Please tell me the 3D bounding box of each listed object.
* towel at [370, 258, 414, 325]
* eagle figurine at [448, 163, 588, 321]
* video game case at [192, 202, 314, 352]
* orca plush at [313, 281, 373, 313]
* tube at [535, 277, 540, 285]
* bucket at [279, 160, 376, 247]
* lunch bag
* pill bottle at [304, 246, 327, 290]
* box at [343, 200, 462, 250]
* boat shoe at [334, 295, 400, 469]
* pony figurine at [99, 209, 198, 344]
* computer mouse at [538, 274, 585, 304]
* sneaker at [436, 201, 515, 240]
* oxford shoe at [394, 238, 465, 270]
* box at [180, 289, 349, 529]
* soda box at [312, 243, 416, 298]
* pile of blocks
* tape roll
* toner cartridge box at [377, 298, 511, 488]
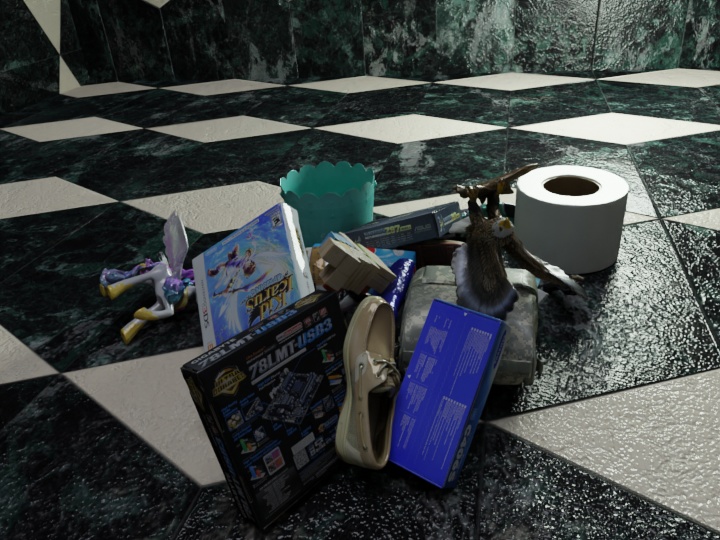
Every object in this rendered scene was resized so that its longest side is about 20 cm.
[{"bbox_3d":[0.025,0.083,0.877,0.049,0.148,0.200,32,36,-5],"label":"towel"},{"bbox_3d":[0.191,-0.029,0.794,0.151,0.201,0.151,-25,-13,31],"label":"eagle figurine"},{"bbox_3d":[-0.168,0.021,0.914,0.199,0.045,0.182,-29,61,24],"label":"video game case"},{"bbox_3d":[-0.074,0.047,0.917,0.105,0.072,0.200,-6,-20,-40],"label":"orca plush"},{"bbox_3d":[0.192,0.031,0.979,0.198,0.051,0.077,-8,13,22],"label":"tube"},{"bbox_3d":[-0.065,-0.139,1.274,0.205,0.136,0.208,-3,29,2],"label":"bucket"},{"bbox_3d":[0.151,0.086,0.838,0.198,0.140,0.168,4,24,12],"label":"lunch bag"},{"bbox_3d":[-0.127,0.023,1.014,0.198,0.115,0.115,-7,29,7],"label":"pill bottle"},{"bbox_3d":[0.081,-0.081,1.145,0.199,0.051,0.158,-12,9,29],"label":"box"},{"bbox_3d":[0.019,0.130,0.706,0.072,0.202,0.065,19,-15,-41],"label":"boat shoe"},{"bbox_3d":[-0.351,0.016,1.058,0.199,0.167,0.194,-21,65,-32],"label":"pony figurine"},{"bbox_3d":[0.266,0.053,0.971,0.199,0.044,0.110,-20,9,-16],"label":"computer mouse"},{"bbox_3d":[0.243,-0.115,1.255,0.198,0.075,0.088,-7,24,-2],"label":"sneaker"},{"bbox_3d":[0.162,-0.035,1.126,0.198,0.071,0.075,7,29,20],"label":"oxford shoe"},{"bbox_3d":[-0.082,0.153,0.693,0.199,0.200,0.049,-31,20,-37],"label":"box"},{"bbox_3d":[0.000,0.000,1.088,0.198,0.068,0.064,5,31,17],"label":"soda box"},{"bbox_3d":[-0.023,-0.004,0.781,0.082,0.062,0.200,43,8,20],"label":"pile of blocks"},{"bbox_3d":[0.397,-0.101,1.136,0.201,0.140,0.203,-4,28,2],"label":"tape roll"},{"bbox_3d":[0.100,0.144,0.710,0.095,0.201,0.043,18,-6,33],"label":"toner cartridge box"}]
